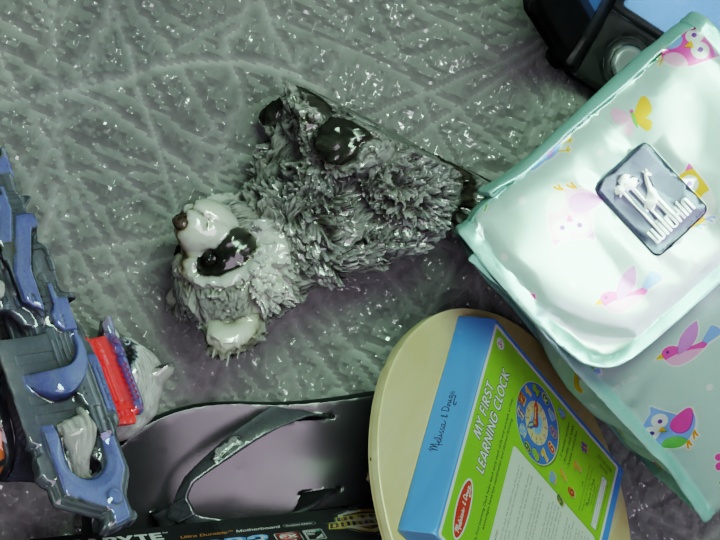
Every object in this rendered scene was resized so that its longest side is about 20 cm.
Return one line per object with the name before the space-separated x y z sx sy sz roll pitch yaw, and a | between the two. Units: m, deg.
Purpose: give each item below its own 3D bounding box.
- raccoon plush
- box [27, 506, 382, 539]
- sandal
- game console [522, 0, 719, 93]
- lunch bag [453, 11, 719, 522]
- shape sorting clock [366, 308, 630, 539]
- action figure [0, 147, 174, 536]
raccoon plush | 0.000 0.000 1.381 0.199 0.097 0.134 26 95 -16
box | -0.065 0.221 1.379 0.197 0.050 0.201 -5 110 -17
sandal | -0.043 0.097 1.397 0.199 0.043 0.077 -14 98 -14
game console | 0.180 -0.175 1.398 0.175 0.116 0.201 31 87 -15
lunch bag | 0.159 -0.007 1.380 0.170 0.122 0.200 -41 119 -1
shape sorting clock | 0.070 0.116 1.382 0.200 0.039 0.201 27 55 -46
action figure | -0.187 0.051 1.349 0.192 0.105 0.201 -5 66 -20
